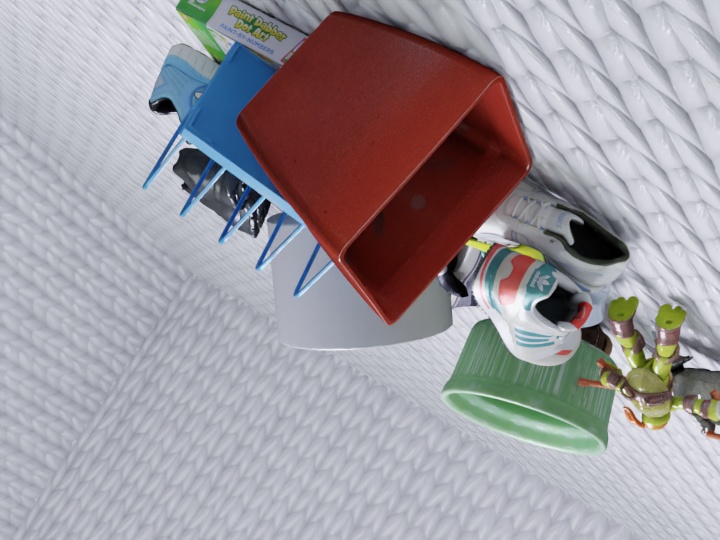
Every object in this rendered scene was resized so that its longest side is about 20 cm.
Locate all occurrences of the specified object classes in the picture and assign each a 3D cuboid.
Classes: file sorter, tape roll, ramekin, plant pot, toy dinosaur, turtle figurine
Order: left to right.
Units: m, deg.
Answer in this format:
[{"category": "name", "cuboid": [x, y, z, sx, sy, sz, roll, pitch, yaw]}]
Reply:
[{"category": "file sorter", "cuboid": [-0.093, -0.091, 1.552, 0.199, 0.139, 0.123, 36, 135, -12]}, {"category": "tape roll", "cuboid": [0.000, 0.000, 1.772, 0.201, 0.140, 0.203, -5, -171, 1]}, {"category": "plant pot", "cuboid": [0.009, -0.105, 1.388, 0.176, 0.200, 0.200, 40, 175, 22]}, {"category": "ramekin", "cuboid": [0.200, 0.131, 1.827, 0.198, 0.098, 0.200, 18, 165, 5]}, {"category": "turtle figurine", "cuboid": [0.291, 0.107, 1.640, 0.199, 0.064, 0.162, 21, 137, 42]}, {"category": "toy dinosaur", "cuboid": [0.373, 0.132, 1.675, 0.102, 0.077, 0.200, 32, 178, -37]}]

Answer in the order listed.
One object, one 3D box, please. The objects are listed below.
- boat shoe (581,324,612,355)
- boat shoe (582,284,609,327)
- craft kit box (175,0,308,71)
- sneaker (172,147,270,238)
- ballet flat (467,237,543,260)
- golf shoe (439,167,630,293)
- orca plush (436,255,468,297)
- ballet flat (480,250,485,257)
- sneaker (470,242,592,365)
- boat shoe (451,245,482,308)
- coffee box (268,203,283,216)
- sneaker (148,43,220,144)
[{"category": "boat shoe", "cuboid": [0.219, 0.069, 1.935, 0.070, 0.071, 0.199, 31, 166, -32]}, {"category": "boat shoe", "cuboid": [0.221, 0.013, 1.636, 0.073, 0.067, 0.200, 2, 166, -7]}, {"category": "craft kit box", "cuboid": [-0.073, -0.199, 1.638, 0.197, 0.049, 0.200, 28, 170, 24]}, {"category": "sneaker", "cuboid": [-0.146, -0.094, 1.725, 0.090, 0.076, 0.200, 17, 167, 12]}, {"category": "ballet flat", "cuboid": [0.111, -0.050, 1.636, 0.199, 0.067, 0.067, 24, 166, 41]}, {"category": "golf shoe", "cuboid": [0.165, -0.053, 1.479, 0.199, 0.079, 0.097, 26, 167, -8]}, {"category": "orca plush", "cuboid": [0.090, -0.070, 1.539, 0.105, 0.070, 0.202, -69, -31, -69]}, {"category": "ballet flat", "cuboid": [0.191, 0.007, 1.741, 0.066, 0.067, 0.200, -2, 154, 23]}, {"category": "sneaker", "cuboid": [0.181, 0.047, 1.506, 0.093, 0.071, 0.200, 21, 164, 37]}, {"category": "boat shoe", "cuboid": [0.146, -0.015, 1.799, 0.092, 0.075, 0.200, 2, 158, -7]}, {"category": "coffee box", "cuboid": [-0.042, -0.086, 1.907, 0.080, 0.115, 0.200, 28, 169, 48]}, {"category": "sneaker", "cuboid": [-0.143, -0.160, 1.673, 0.199, 0.090, 0.078, 28, 170, 32]}]
